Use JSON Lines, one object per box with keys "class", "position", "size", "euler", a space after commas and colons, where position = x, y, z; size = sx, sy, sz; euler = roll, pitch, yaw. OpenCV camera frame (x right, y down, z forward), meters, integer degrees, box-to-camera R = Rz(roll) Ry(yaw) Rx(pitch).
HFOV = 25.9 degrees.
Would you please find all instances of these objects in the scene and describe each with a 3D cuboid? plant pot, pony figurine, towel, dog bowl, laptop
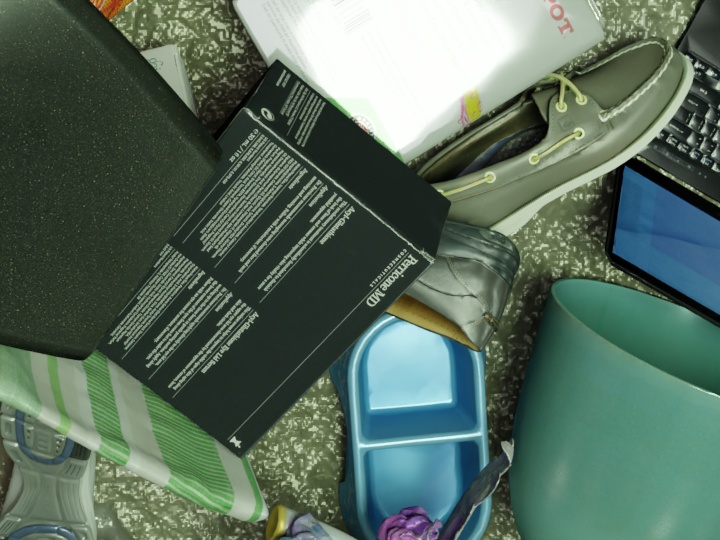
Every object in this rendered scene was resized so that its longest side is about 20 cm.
{"class": "plant pot", "position": [0.186, 0.120, 1.015], "size": [0.199, 0.201, 0.162], "euler": [19, 105, -8]}
{"class": "pony figurine", "position": [0.028, 0.209, 0.973], "size": [0.198, 0.167, 0.194], "euler": [16, 127, -17]}
{"class": "towel", "position": [-0.148, 0.075, 0.965], "size": [0.199, 0.153, 0.023], "euler": [35, 105, -30]}
{"class": "dog bowl", "position": [0.038, 0.111, 1.067], "size": [0.110, 0.050, 0.203], "euler": [-5, 99, -5]}
{"class": "plant pot", "position": [-0.191, -0.067, 0.846], "size": [0.177, 0.200, 0.200], "euler": [34, 94, -22]}
{"class": "laptop", "position": [0.270, -0.060, 1.037], "size": [0.176, 0.103, 0.201], "euler": [29, 95, -9]}

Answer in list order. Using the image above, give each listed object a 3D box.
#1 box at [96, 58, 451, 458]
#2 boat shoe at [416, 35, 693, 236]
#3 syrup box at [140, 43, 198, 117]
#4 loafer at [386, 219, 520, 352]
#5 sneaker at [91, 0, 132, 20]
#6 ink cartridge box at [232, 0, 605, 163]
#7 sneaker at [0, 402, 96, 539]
{"class": "box", "position": [-0.062, -0.003, 0.946], "size": [0.141, 0.079, 0.200], "euler": [39, 121, -8]}
{"class": "boat shoe", "position": [0.125, -0.091, 1.024], "size": [0.201, 0.072, 0.060], "euler": [-36, 126, 7]}
{"class": "syrup box", "position": [-0.197, -0.068, 0.987], "size": [0.198, 0.079, 0.082], "euler": [-14, 140, -4]}
{"class": "loafer", "position": [0.000, 0.000, 1.009], "size": [0.198, 0.073, 0.073], "euler": [9, 69, 16]}
{"class": "sneaker", "position": [-0.154, -0.188, 0.978], "size": [0.073, 0.077, 0.201], "euler": [33, 84, 33]}
{"class": "ink cartridge box", "position": [0.036, -0.163, 1.007], "size": [0.199, 0.088, 0.146], "euler": [-31, 101, 1]}
{"class": "sneaker", "position": [-0.200, 0.136, 1.037], "size": [0.074, 0.087, 0.202], "euler": [12, 116, -3]}
